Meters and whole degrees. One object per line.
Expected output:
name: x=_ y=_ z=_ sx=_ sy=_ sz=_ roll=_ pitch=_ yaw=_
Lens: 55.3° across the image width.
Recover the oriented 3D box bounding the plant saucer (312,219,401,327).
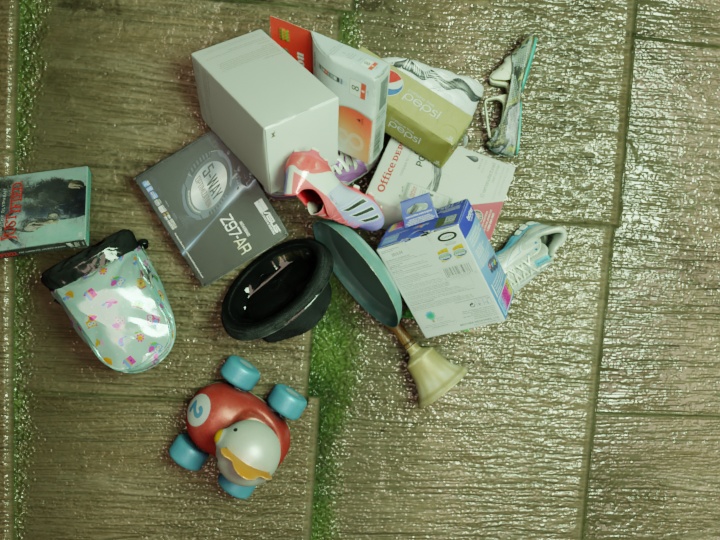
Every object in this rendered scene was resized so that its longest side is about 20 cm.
plant saucer: x=0.000 y=0.000 z=1.042 sx=0.027 sy=0.200 sz=0.201 roll=-38 pitch=99 yaw=-14

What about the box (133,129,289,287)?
box: x=-0.230 y=-0.099 z=1.077 sx=0.160 sy=0.044 sz=0.201 roll=-31 pitch=98 yaw=-4

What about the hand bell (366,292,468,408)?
hand bell: x=0.075 y=0.116 z=1.131 sx=0.104 sy=0.104 sz=0.200 roll=-38 pitch=86 yaw=-4

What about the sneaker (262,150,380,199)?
sneaker: x=-0.054 y=-0.158 z=1.064 sx=0.200 sy=0.114 sz=0.073 roll=-24 pitch=96 yaw=-7

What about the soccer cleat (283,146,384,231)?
soccer cleat: x=-0.037 y=-0.094 z=0.961 sx=0.200 sy=0.066 sz=0.077 roll=38 pitch=61 yaw=-47

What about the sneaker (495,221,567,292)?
sneaker: x=0.259 y=-0.012 z=1.103 sx=0.200 sy=0.087 sz=0.075 roll=-47 pitch=110 yaw=-21

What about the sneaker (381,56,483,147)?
sneaker: x=0.094 y=-0.264 z=1.095 sx=0.199 sy=0.075 sz=0.116 roll=11 pitch=90 yaw=-12

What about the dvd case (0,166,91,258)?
dvd case: x=-0.501 y=-0.082 z=1.008 sx=0.199 sy=0.022 sz=0.147 roll=-9 pitch=56 yaw=-6

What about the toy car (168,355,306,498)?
toy car: x=-0.185 y=0.256 z=1.033 sx=0.176 sy=0.200 sz=0.185 roll=33 pitch=89 yaw=-9

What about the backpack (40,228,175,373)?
backpack: x=-0.364 y=0.058 z=1.029 sx=0.166 sy=0.127 sz=0.201 roll=-29 pitch=101 yaw=-8

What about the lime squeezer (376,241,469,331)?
lime squeezer: x=0.081 y=0.049 z=1.104 sx=0.200 sy=0.038 sz=0.071 roll=44 pitch=82 yaw=9

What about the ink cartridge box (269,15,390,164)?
ink cartridge box: x=-0.056 y=-0.261 z=0.999 sx=0.199 sy=0.163 sz=0.050 roll=25 pitch=57 yaw=14

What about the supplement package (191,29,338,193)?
supplement package: x=-0.135 y=-0.230 z=0.981 sx=0.121 sy=0.120 sz=0.200 roll=-28 pitch=57 yaw=-24

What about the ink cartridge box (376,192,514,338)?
ink cartridge box: x=0.117 y=-0.012 z=0.986 sx=0.136 sy=0.076 sz=0.200 roll=-16 pitch=117 yaw=31

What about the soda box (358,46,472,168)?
soda box: x=0.062 y=-0.242 z=1.021 sx=0.200 sy=0.064 sz=0.068 roll=34 pitch=64 yaw=6

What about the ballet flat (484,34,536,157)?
ballet flat: x=0.239 y=-0.289 z=1.120 sx=0.072 sy=0.072 sz=0.202 roll=9 pitch=92 yaw=-9

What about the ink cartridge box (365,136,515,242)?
ink cartridge box: x=0.117 y=-0.118 z=1.060 sx=0.199 sy=0.083 sz=0.147 roll=21 pitch=67 yaw=6

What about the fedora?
fedora: x=-0.114 y=0.047 z=1.066 sx=0.200 sy=0.201 sz=0.092 roll=-39 pitch=129 yaw=-3
